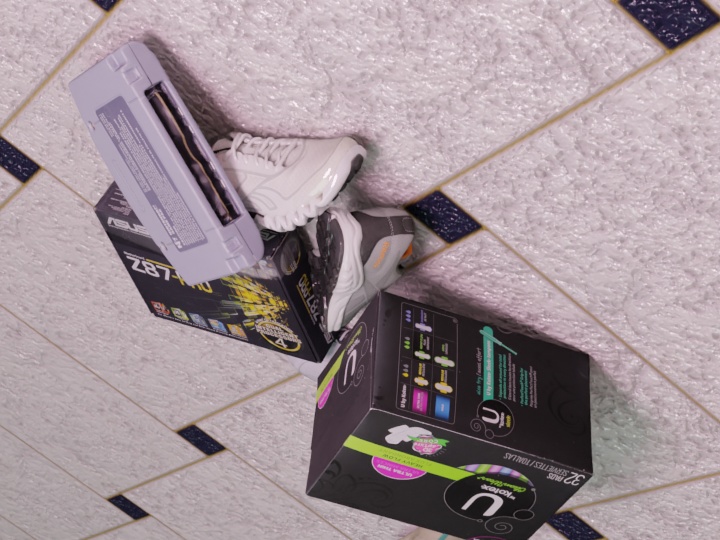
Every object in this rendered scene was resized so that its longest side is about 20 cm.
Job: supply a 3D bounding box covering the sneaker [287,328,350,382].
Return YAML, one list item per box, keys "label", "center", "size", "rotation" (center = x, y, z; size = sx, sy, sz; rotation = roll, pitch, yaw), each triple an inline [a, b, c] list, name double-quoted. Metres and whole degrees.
- label: "sneaker"
  center: [0.007, 0.129, 1.471]
  size: [0.199, 0.115, 0.075]
  rotation: [17, 148, 19]

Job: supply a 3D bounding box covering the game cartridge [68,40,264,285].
- label: "game cartridge"
  center: [-0.162, -0.083, 1.301]
  size: [0.133, 0.041, 0.201]
  rotation: [-15, 108, 57]

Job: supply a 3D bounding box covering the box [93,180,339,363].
- label: "box"
  center: [-0.129, 0.000, 1.454]
  size: [0.199, 0.049, 0.162]
  rotation: [16, 146, 27]

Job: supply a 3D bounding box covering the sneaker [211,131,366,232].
- label: "sneaker"
  center: [-0.076, -0.077, 1.282]
  size: [0.199, 0.075, 0.081]
  rotation: [-15, 119, 48]

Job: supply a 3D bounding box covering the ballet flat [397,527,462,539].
- label: "ballet flat"
  center: [0.066, 0.323, 1.762]
  size: [0.069, 0.070, 0.200]
  rotation: [26, 150, 5]

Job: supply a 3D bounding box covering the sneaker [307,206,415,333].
- label: "sneaker"
  center: [0.000, 0.000, 1.329]
  size: [0.079, 0.074, 0.200]
  rotation: [-10, 165, -12]

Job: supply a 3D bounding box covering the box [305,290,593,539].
- label: "box"
  center: [0.074, 0.129, 1.334]
  size: [0.199, 0.125, 0.149]
  rotation: [17, 139, -15]
